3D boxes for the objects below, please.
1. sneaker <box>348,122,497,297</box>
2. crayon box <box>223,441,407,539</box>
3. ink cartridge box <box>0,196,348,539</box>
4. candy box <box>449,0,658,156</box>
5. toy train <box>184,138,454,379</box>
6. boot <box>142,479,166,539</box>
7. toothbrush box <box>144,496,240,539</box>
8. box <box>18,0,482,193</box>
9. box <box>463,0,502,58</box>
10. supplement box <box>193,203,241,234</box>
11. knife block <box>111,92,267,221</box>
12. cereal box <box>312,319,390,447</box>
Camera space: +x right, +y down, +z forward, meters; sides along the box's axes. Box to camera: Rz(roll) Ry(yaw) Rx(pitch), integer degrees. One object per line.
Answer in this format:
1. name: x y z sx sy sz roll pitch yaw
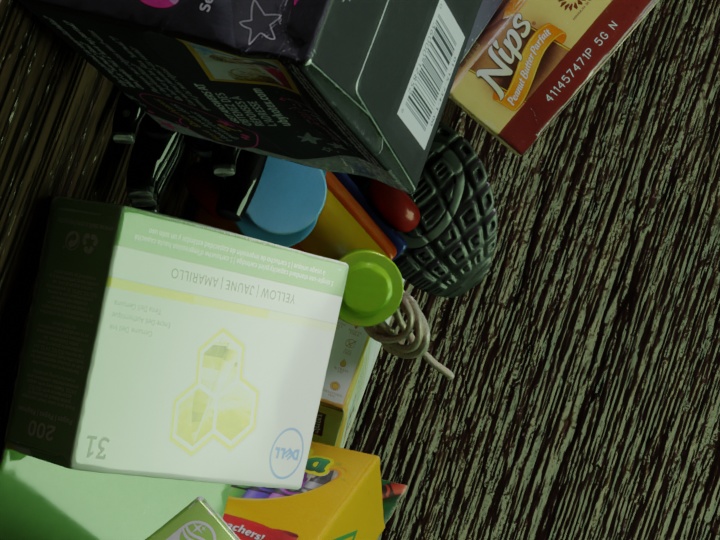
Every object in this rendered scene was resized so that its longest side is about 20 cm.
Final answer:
1. sneaker: 0.010 -0.076 1.055 0.076 0.200 0.091 -32 -171 -1
2. crayon box: -0.072 0.137 0.946 0.200 0.127 0.051 -51 143 -51
3. ink cartridge box: -0.084 0.080 0.776 0.145 0.048 0.200 14 86 -52
4. candy box: 0.079 -0.141 0.976 0.115 0.055 0.200 -48 -162 8
5. toy train: 0.000 0.000 0.960 0.085 0.200 0.116 -40 -162 4
6. boot: -0.106 0.076 0.905 0.174 0.069 0.200 -8 116 -86
7. toothbrush box: -0.109 0.195 0.704 0.200 0.086 0.146 -39 164 -18
8. box: -0.015 -0.149 0.658 0.200 0.115 0.132 -70 159 -10
9. box: 0.054 -0.173 0.946 0.200 0.038 0.137 -56 -162 -9
10. supplement box: -0.056 -0.004 1.122 0.200 0.073 0.126 -25 133 -83
11. knife block: -0.049 -0.118 0.844 0.200 0.064 0.176 -63 171 -63
12. cereal box: -0.004 0.033 1.172 0.144 0.039 0.200 102 7 -57
